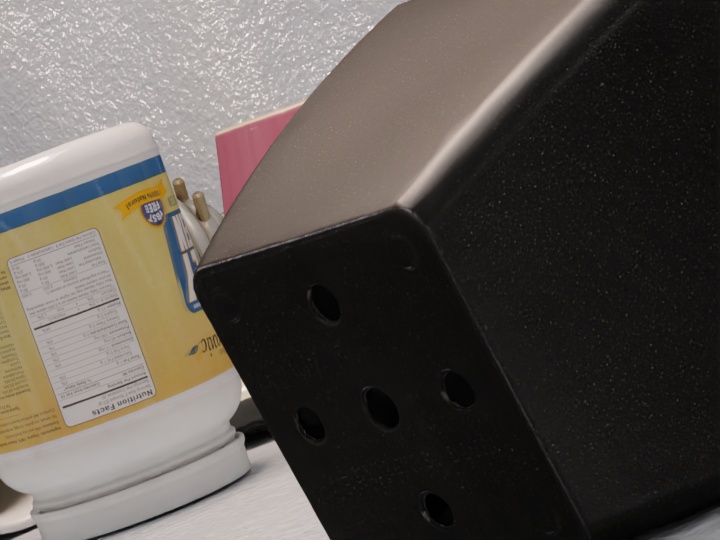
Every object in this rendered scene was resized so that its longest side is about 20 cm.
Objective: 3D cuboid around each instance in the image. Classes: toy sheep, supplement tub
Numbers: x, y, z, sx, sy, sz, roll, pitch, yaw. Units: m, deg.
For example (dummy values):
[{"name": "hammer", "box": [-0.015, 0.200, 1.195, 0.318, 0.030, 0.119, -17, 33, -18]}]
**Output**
[{"name": "toy sheep", "box": [-0.224, -0.030, 3.512, 0.199, 0.139, 0.138, -28, 6, -18]}, {"name": "supplement tub", "box": [-0.149, 0.034, 1.583, 0.144, 0.201, 0.145, -20, 4, 2]}]

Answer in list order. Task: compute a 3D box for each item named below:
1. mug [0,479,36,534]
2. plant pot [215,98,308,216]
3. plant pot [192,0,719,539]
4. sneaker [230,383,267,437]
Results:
[{"name": "mug", "box": [-0.265, 0.085, 1.755, 0.149, 0.187, 0.153, -44, 7, -30]}, {"name": "plant pot", "box": [-0.012, -0.032, 1.999, 0.199, 0.180, 0.200, -19, 4, 2]}, {"name": "plant pot", "box": [0.060, 0.006, 1.059, 0.177, 0.200, 0.200, -36, 13, -37]}, {"name": "sneaker", "box": [-0.090, 0.056, 1.788, 0.070, 0.094, 0.200, -20, 3, -4]}]
